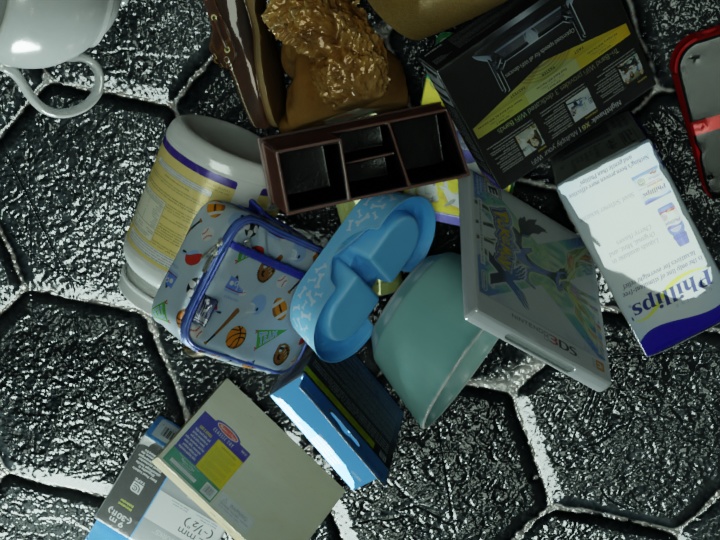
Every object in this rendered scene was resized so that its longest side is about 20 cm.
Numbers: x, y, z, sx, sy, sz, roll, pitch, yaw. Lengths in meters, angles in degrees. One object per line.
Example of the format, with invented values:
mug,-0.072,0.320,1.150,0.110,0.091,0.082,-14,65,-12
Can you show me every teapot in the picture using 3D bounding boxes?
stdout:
teapot,-0.314,-0.296,1.332,0.146,0.198,0.200,5,146,-31

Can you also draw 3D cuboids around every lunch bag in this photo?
lunch bag,-0.114,0.016,1.313,0.076,0.200,0.160,30,92,37

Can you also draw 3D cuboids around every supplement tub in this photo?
supplement tub,-0.172,-0.053,1.382,0.145,0.145,0.200,25,108,0

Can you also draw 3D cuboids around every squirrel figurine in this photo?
squirrel figurine,-0.033,-0.249,1.279,0.141,0.200,0.187,-14,89,-4

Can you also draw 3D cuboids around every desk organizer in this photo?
desk organizer,0.005,-0.114,1.289,0.200,0.077,0.072,-13,106,-13

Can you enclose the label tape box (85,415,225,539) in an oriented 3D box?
label tape box,-0.237,0.298,1.535,0.143,0.066,0.200,32,106,-2

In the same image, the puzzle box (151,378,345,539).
puzzle box,-0.128,0.239,1.477,0.200,0.133,0.025,45,148,-5

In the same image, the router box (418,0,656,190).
router box,0.181,-0.202,1.280,0.200,0.052,0.157,-34,122,-3

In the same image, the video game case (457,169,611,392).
video game case,0.177,0.008,1.297,0.182,0.200,0.022,28,130,-25

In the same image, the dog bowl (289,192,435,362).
dog bowl,0.000,0.000,1.333,0.050,0.111,0.200,31,81,33

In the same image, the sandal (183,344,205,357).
sandal,-0.106,0.074,1.451,0.200,0.082,0.055,-13,111,4

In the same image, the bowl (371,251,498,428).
bowl,0.086,0.060,1.364,0.105,0.201,0.201,35,108,13

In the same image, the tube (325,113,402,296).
tube,0.002,-0.071,1.404,0.052,0.058,0.200,1,106,53

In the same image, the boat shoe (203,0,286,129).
boat shoe,-0.129,-0.248,1.361,0.070,0.070,0.200,-9,98,15

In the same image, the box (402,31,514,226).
box,0.117,-0.148,1.365,0.117,0.048,0.200,12,106,5

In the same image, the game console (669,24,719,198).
game console,0.437,-0.183,1.321,0.200,0.031,0.177,-16,108,13

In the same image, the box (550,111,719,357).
box,0.285,-0.043,1.299,0.105,0.184,0.200,-27,101,13

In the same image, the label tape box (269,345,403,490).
label tape box,-0.028,0.159,1.393,0.063,0.200,0.144,-38,98,16

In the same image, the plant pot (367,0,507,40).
plant pot,0.096,-0.323,1.226,0.200,0.186,0.186,-39,98,29
